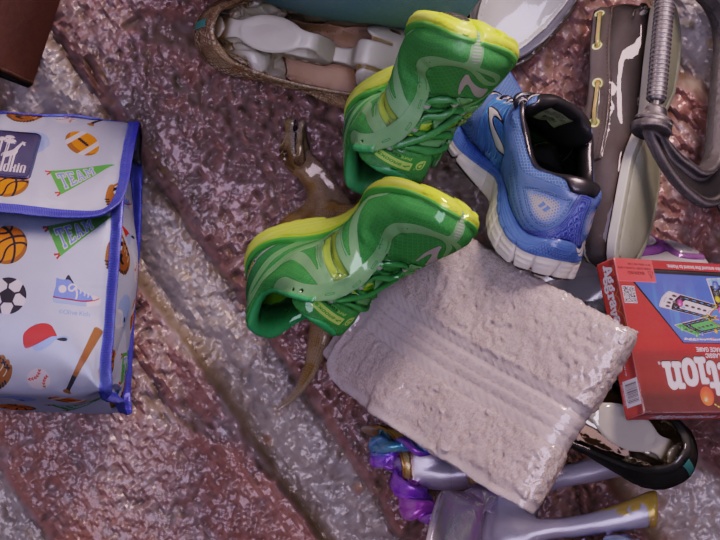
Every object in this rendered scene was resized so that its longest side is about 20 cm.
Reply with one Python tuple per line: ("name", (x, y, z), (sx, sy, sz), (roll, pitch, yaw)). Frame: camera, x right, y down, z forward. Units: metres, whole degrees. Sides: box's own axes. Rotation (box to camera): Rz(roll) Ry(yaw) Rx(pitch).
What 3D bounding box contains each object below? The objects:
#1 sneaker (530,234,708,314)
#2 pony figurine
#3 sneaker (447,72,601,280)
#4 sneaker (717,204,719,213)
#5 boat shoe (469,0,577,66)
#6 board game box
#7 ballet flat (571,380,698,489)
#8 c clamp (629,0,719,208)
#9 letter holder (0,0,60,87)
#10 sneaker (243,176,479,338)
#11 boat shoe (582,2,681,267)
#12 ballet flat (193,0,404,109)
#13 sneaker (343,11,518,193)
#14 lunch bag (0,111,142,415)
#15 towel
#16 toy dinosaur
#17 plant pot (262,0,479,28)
("sneaker", (0.141, 0.027, 1.314), (0.200, 0.075, 0.100), (-10, 105, 4))
("pony figurine", (0.097, 0.175, 1.282), (0.200, 0.167, 0.193), (1, 59, 4))
("sneaker", (0.114, -0.084, 1.241), (0.079, 0.200, 0.089), (12, 123, -27))
("sneaker", (0.319, -0.104, 1.290), (0.076, 0.092, 0.200), (43, 91, 0))
("boat shoe", (0.137, -0.232, 1.301), (0.075, 0.068, 0.200), (30, 91, 0))
("board game box", (0.241, 0.046, 1.258), (0.200, 0.019, 0.103), (2, 72, -38))
("ballet flat", (0.130, 0.076, 1.237), (0.200, 0.068, 0.068), (26, 84, 6))
("c clamp", (0.209, -0.147, 1.263), (0.027, 0.171, 0.200), (-7, 72, 36))
("letter holder", (-0.253, -0.209, 1.239), (0.101, 0.200, 0.142), (20, 91, 0))
("sneaker", (0.000, 0.000, 1.217), (0.074, 0.200, 0.084), (29, 57, -33))
("boat shoe", (0.170, -0.090, 1.283), (0.061, 0.072, 0.201), (4, 65, 22))
("ballet flat", (-0.017, -0.146, 1.305), (0.200, 0.065, 0.071), (7, 89, 0))
("sneaker", (0.042, -0.100, 1.205), (0.074, 0.200, 0.084), (16, 68, -13))
("lunch bag", (-0.235, -0.011, 1.285), (0.170, 0.124, 0.200), (4, 77, 0))
("towel", (0.069, 0.052, 1.210), (0.200, 0.034, 0.133), (30, 90, 39))
("toy dinosaur", (-0.014, -0.006, 1.322), (0.101, 0.058, 0.200), (-4, 84, 15))
("plant pot", (-0.001, -0.248, 1.250), (0.188, 0.200, 0.200), (24, 91, -15))
